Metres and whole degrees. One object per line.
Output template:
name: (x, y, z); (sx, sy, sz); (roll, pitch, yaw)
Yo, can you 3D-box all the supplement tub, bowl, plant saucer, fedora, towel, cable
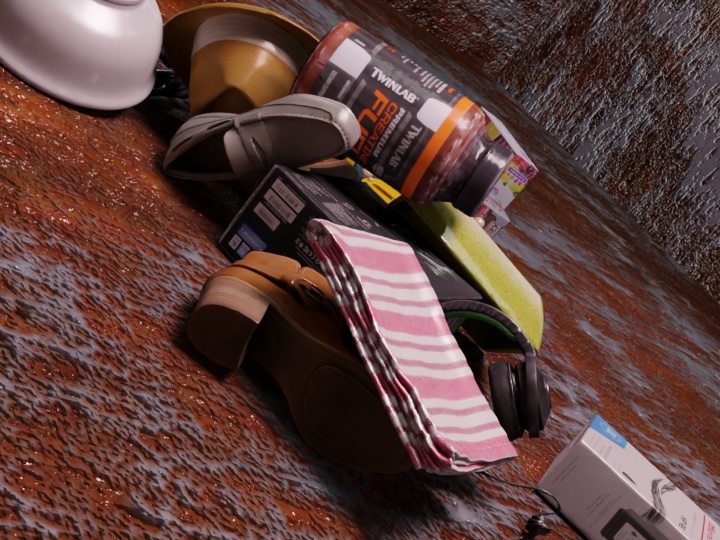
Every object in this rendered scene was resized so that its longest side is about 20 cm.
supplement tub: (0.039, -0.132, 1.020); (0.200, 0.107, 0.107); (34, 16, 5)
bowl: (-0.258, -0.251, 1.037); (0.201, 0.090, 0.202); (29, 36, -23)
plant saucer: (0.105, -0.005, 1.148); (0.200, 0.048, 0.200); (49, -9, -4)
fedora: (-0.114, -0.178, 1.105); (0.200, 0.200, 0.082); (29, 61, -32)
towel: (0.042, 0.053, 0.814); (0.146, 0.030, 0.201); (12, 49, -62)
cable: (-0.259, -0.247, 1.200); (0.200, 0.051, 0.163); (32, 13, -15)

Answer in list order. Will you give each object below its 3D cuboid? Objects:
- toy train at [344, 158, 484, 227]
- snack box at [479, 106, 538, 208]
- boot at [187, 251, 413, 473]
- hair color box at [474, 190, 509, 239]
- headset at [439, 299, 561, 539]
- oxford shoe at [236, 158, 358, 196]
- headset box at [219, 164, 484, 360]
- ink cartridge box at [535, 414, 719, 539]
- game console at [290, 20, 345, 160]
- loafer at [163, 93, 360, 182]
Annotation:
toy train: (0.055, -0.086, 1.379); (0.150, 0.056, 0.200); (5, 35, -27)
snack box: (0.178, -0.149, 1.694); (0.053, 0.142, 0.200); (33, 17, -23)
boot: (-0.028, 0.057, 0.847); (0.200, 0.074, 0.155); (38, 18, -4)
hair color box: (0.124, -0.084, 1.490); (0.061, 0.099, 0.200); (34, 18, -21)
headset: (0.102, 0.122, 0.910); (0.201, 0.123, 0.094); (62, 2, 18)
oxford shoe: (-0.066, -0.104, 1.195); (0.071, 0.071, 0.200); (41, 17, 22)
headset box: (0.000, 0.000, 1.022); (0.174, 0.093, 0.200); (45, 17, 18)
ink cartridge box: (0.265, 0.234, 1.033); (0.200, 0.067, 0.116); (43, 16, 11)
game console: (-0.073, -0.182, 1.214); (0.176, 0.200, 0.031); (32, 60, -22)
loafer: (-0.091, -0.110, 0.998); (0.070, 0.199, 0.070); (61, 42, -29)
